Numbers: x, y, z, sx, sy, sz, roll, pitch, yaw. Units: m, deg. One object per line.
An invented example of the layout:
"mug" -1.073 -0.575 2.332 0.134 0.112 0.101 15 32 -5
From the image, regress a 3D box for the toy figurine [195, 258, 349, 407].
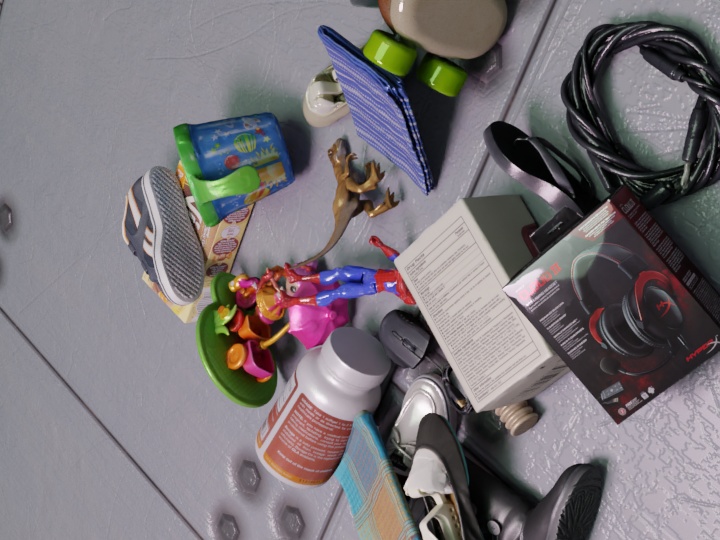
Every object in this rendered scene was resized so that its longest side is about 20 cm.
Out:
"toy figurine" -0.096 0.051 1.666 0.184 0.150 0.200 -29 50 28

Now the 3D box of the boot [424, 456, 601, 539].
"boot" 0.165 0.250 1.465 0.200 0.066 0.165 31 113 43

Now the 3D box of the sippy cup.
"sippy cup" -0.156 -0.138 1.653 0.140 0.130 0.178 73 178 -56

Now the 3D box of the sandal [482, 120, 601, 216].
"sandal" 0.214 -0.095 1.363 0.200 0.076 0.043 44 125 18

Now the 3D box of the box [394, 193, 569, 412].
"box" 0.150 0.033 1.412 0.128 0.109 0.200 -43 66 38

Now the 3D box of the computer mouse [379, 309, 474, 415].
"computer mouse" 0.074 0.103 1.508 0.059 0.034 0.200 -58 39 8

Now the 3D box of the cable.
"cable" 0.285 -0.165 1.296 0.163 0.051 0.200 -34 72 41

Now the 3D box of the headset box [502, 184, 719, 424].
"headset box" 0.250 0.026 1.282 0.149 0.075 0.200 -41 86 27

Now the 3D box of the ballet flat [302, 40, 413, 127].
"ballet flat" -0.021 -0.230 1.571 0.200 0.069 0.070 -27 77 43

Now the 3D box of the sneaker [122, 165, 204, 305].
"sneaker" -0.268 -0.035 1.749 0.079 0.078 0.200 -32 62 36

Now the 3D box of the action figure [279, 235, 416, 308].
"action figure" 0.000 0.000 1.527 0.200 0.099 0.065 -1 56 12

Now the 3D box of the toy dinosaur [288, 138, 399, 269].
"toy dinosaur" -0.014 -0.077 1.565 0.106 0.060 0.200 -19 43 29

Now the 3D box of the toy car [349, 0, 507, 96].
"toy car" 0.056 -0.317 1.440 0.200 0.158 0.164 46 113 44

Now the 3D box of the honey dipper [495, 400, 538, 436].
"honey dipper" 0.130 0.104 1.491 0.200 0.038 0.038 52 127 28

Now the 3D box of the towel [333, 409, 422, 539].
"towel" 0.020 0.283 1.533 0.147 0.022 0.200 109 147 -47

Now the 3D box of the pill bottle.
"pill bottle" -0.043 0.169 1.613 0.112 0.112 0.200 50 126 27

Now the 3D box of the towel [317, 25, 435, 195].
"towel" 0.017 -0.181 1.481 0.145 0.024 0.200 42 166 33

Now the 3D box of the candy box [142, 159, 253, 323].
"candy box" -0.227 -0.041 1.800 0.115 0.055 0.200 41 121 33

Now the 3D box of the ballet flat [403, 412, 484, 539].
"ballet flat" 0.092 0.258 1.445 0.068 0.068 0.200 -30 74 48

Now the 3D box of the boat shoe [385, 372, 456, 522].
"boat shoe" 0.059 0.220 1.546 0.071 0.070 0.200 26 114 29
